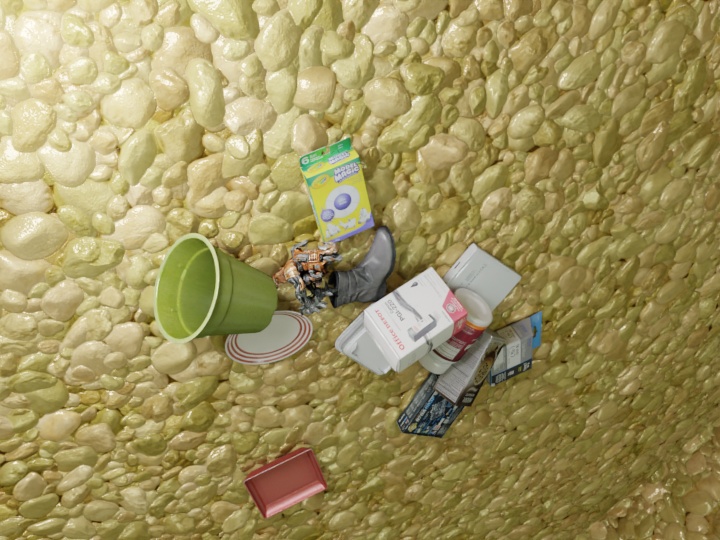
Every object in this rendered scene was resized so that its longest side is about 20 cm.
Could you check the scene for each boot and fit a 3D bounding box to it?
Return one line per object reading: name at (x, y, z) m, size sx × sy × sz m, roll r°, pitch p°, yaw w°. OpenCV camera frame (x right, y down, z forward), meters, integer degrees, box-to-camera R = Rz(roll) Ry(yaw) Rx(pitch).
boot at (0.000, 0.000, 1.467) m, size 0.129 × 0.070 × 0.204 m, roll -7°, pitch 127°, yaw -24°

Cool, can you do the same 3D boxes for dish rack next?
dish rack at (0.051, 0.174, 1.649) m, size 0.172 × 0.044 × 0.199 m, roll -45°, pitch 133°, yaw 10°

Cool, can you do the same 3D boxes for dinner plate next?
dinner plate at (-0.201, 0.143, 1.483) m, size 0.195 × 0.025 × 0.202 m, roll -14°, pitch 145°, yaw -9°

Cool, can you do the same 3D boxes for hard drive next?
hard drive at (0.298, 0.025, 1.671) m, size 0.198 × 0.027 × 0.133 m, roll 27°, pitch 110°, yaw -39°

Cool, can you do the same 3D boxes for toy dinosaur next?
toy dinosaur at (-0.116, 0.011, 1.406) m, size 0.102 × 0.198 × 0.137 m, roll -44°, pitch 108°, yaw -42°

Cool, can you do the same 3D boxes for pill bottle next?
pill bottle at (0.224, 0.153, 1.652) m, size 0.112 × 0.115 × 0.202 m, roll 11°, pitch 129°, yaw -33°

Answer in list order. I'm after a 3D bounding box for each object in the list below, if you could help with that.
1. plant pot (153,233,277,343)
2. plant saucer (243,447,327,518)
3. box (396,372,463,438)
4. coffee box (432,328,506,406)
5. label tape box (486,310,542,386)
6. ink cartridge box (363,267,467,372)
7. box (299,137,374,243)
plant pot at (-0.266, 0.049, 1.309) m, size 0.188 × 0.201 × 0.201 m, roll 16°, pitch 118°, yaw -50°
plant saucer at (-0.202, 0.567, 1.828) m, size 0.196 × 0.037 × 0.202 m, roll -24°, pitch 132°, yaw -10°
box at (0.214, 0.377, 1.888) m, size 0.156 × 0.046 × 0.202 m, roll 15°, pitch 117°, yaw -35°
coffee box at (0.283, 0.244, 1.745) m, size 0.112 × 0.079 × 0.203 m, roll 16°, pitch 103°, yaw -57°
label tape box at (0.430, 0.216, 1.863) m, size 0.196 × 0.064 × 0.146 m, roll -22°, pitch 133°, yaw -10°
ink cartridge box at (0.122, 0.110, 1.526) m, size 0.198 × 0.146 × 0.085 m, roll -32°, pitch 155°, yaw -14°
box at (-0.045, -0.156, 1.339) m, size 0.115 × 0.049 × 0.203 m, roll -23°, pitch 131°, yaw -8°
